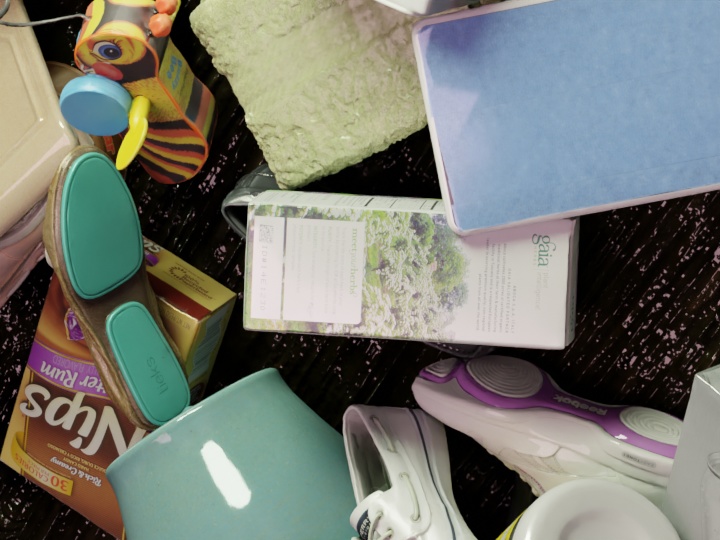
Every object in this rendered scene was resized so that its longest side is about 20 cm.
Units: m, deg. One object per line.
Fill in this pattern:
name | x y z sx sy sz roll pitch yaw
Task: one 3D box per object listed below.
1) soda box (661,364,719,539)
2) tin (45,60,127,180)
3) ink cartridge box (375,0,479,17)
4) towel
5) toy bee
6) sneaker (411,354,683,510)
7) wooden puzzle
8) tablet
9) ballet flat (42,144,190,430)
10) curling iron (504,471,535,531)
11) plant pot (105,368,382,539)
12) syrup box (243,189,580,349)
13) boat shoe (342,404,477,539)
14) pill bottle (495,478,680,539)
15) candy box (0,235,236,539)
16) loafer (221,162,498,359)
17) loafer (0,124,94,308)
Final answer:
soda box | 0.224 0.150 1.580 0.068 0.063 0.201 42 136 39
tin | -0.247 -0.074 1.817 0.199 0.042 0.113 -16 106 35
ink cartridge box | 0.023 -0.267 1.513 0.145 0.083 0.201 26 111 20
towel | -0.001 -0.146 1.620 0.199 0.036 0.149 -29 89 28
toy bee | -0.145 -0.127 1.656 0.108 0.200 0.132 -15 69 34
sneaker | 0.117 0.118 1.648 0.199 0.075 0.100 21 120 23
wooden puzzle | -0.274 -0.102 1.767 0.185 0.037 0.201 -40 59 25
tablet | 0.137 -0.100 1.523 0.199 0.014 0.131 -10 100 7
ballet flat | -0.169 0.011 1.723 0.072 0.068 0.201 12 129 55
curling iron | 0.089 0.210 1.736 0.049 0.026 0.201 23 120 19
plant pot | -0.066 0.175 1.720 0.200 0.200 0.189 -36 84 37
syrup box | 0.032 -0.002 1.594 0.198 0.081 0.079 3 97 5
boat shoe | 0.024 0.162 1.623 0.066 0.201 0.074 14 123 -21
pill bottle | 0.114 0.213 1.619 0.112 0.112 0.200 46 148 6
candy box | -0.170 0.076 1.822 0.116 0.056 0.201 31 125 16
loafer | 0.000 0.000 1.672 0.200 0.070 0.068 32 124 17
loafer | -0.238 -0.026 1.779 0.200 0.063 0.072 -46 55 24
